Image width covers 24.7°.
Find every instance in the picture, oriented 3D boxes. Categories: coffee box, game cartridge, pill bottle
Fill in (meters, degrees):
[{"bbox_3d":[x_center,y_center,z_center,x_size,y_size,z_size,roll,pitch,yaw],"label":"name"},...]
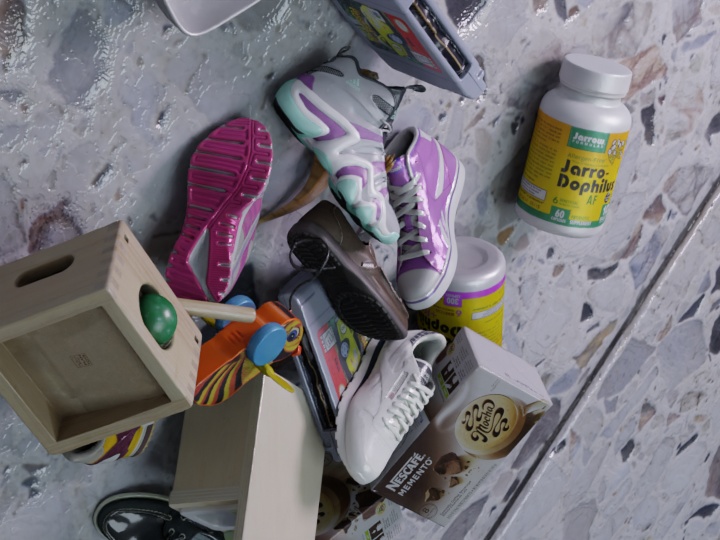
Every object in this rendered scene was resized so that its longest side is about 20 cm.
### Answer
[{"bbox_3d":[-0.060,0.311,1.925,0.200,0.113,0.080,-37,135,-24],"label":"coffee box"},{"bbox_3d":[0.105,0.178,1.860,0.113,0.080,0.200,29,112,-27],"label":"coffee box"},{"bbox_3d":[-0.025,0.091,1.807,0.133,0.041,0.201,-48,123,-59],"label":"game cartridge"},{"bbox_3d":[0.259,-0.150,1.959,0.112,0.113,0.202,-7,119,-42],"label":"pill bottle"},{"bbox_3d":[0.119,0.068,1.960,0.104,0.104,0.201,-24,128,-33],"label":"pill bottle"},{"bbox_3d":[0.035,-0.252,1.650,0.041,0.133,0.200,-52,139,-7],"label":"game cartridge"}]

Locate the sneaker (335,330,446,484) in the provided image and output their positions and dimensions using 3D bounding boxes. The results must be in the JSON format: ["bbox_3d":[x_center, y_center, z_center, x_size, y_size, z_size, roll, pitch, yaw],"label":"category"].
[{"bbox_3d":[0.033,0.142,1.780,0.077,0.080,0.201,57,39,-38],"label":"sneaker"}]

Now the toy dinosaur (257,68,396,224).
[{"bbox_3d":[-0.027,-0.118,1.754,0.106,0.060,0.201,27,91,-19],"label":"toy dinosaur"}]

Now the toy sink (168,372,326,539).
[{"bbox_3d":[-0.122,0.222,1.754,0.130,0.111,0.202,35,54,-49],"label":"toy sink"}]

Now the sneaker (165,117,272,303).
[{"bbox_3d":[-0.142,-0.056,1.657,0.088,0.081,0.202,80,30,-83],"label":"sneaker"}]

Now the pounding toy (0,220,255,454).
[{"bbox_3d":[-0.228,0.054,1.538,0.199,0.143,0.185,-20,126,16],"label":"pounding toy"}]

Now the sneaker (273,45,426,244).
[{"bbox_3d":[0.018,-0.138,1.692,0.140,0.078,0.201,-37,107,-6],"label":"sneaker"}]

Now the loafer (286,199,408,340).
[{"bbox_3d":[0.000,0.000,1.756,0.200,0.073,0.071,55,49,-38],"label":"loafer"}]

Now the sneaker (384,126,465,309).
[{"bbox_3d":[0.052,-0.063,1.802,0.114,0.072,0.202,40,47,-44],"label":"sneaker"}]

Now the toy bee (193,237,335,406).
[{"bbox_3d":[-0.096,0.076,1.684,0.199,0.131,0.109,-26,147,-3],"label":"toy bee"}]

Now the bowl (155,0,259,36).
[{"bbox_3d":[-0.134,-0.340,1.488,0.200,0.074,0.201,-38,135,-20],"label":"bowl"}]

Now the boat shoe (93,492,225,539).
[{"bbox_3d":[-0.195,0.303,1.781,0.199,0.066,0.075,32,99,-28],"label":"boat shoe"}]

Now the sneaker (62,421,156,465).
[{"bbox_3d":[-0.244,0.106,1.650,0.090,0.075,0.202,-8,118,-47],"label":"sneaker"}]
